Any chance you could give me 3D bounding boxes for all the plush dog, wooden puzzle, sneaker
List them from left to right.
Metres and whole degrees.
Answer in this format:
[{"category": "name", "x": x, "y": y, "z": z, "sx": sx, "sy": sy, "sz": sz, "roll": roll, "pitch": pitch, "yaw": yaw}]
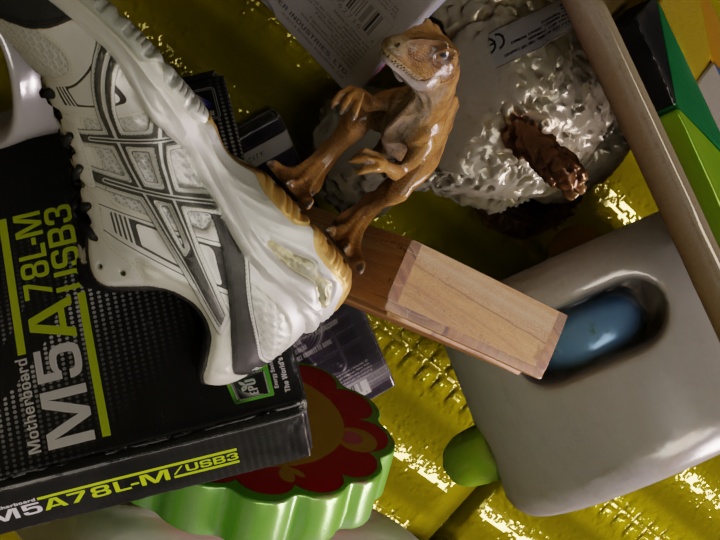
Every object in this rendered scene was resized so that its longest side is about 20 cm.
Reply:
[{"category": "sneaker", "x": -0.093, "y": -0.037, "z": 0.678, "sx": 0.088, "sy": 0.076, "sz": 0.200, "roll": -42, "pitch": 102, "yaw": -2}, {"category": "plush dog", "x": 0.094, "y": -0.092, "z": 0.888, "sx": 0.171, "sy": 0.160, "sz": 0.202, "roll": -5, "pitch": 125, "yaw": -54}, {"category": "wooden puzzle", "x": 0.165, "y": -0.075, "z": 0.821, "sx": 0.037, "sy": 0.200, "sz": 0.186, "roll": -23, "pitch": 100, "yaw": 24}]

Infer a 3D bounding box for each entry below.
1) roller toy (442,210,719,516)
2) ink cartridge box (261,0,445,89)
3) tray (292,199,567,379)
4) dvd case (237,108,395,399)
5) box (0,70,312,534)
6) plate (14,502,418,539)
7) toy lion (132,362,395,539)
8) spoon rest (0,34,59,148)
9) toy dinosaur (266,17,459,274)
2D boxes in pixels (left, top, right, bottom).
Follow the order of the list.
[{"category": "roller toy", "x": 0.144, "y": 0.040, "z": 0.938, "sx": 0.199, "sy": 0.182, "sz": 0.141, "roll": -21, "pitch": 86, "yaw": -31}, {"category": "ink cartridge box", "x": 0.005, "y": -0.164, "z": 0.682, "sx": 0.119, "sy": 0.200, "sz": 0.042, "roll": 46, "pitch": 60, "yaw": -2}, {"category": "tray", "x": 0.000, "y": 0.000, "z": 0.821, "sx": 0.098, "sy": 0.199, "sz": 0.037, "roll": 25, "pitch": 88, "yaw": -34}, {"category": "dvd case", "x": -0.076, "y": 0.026, "z": 0.936, "sx": 0.148, "sy": 0.016, "sz": 0.201, "roll": -29, "pitch": 127, "yaw": -7}, {"category": "box", "x": -0.135, "y": 0.014, "z": 0.769, "sx": 0.191, "sy": 0.202, "sz": 0.048, "roll": -12, "pitch": 146, "yaw": -6}, {"category": "plate", "x": -0.085, "y": 0.118, "z": 0.864, "sx": 0.198, "sy": 0.199, "sz": 0.033, "roll": 5, "pitch": 95, "yaw": -27}, {"category": "toy lion", "x": -0.089, "y": 0.067, "z": 0.822, "sx": 0.198, "sy": 0.192, "sz": 0.069, "roll": 4, "pitch": 118, "yaw": -23}, {"category": "spoon rest", "x": -0.150, "y": -0.142, "z": 0.702, "sx": 0.099, "sy": 0.060, "sz": 0.202, "roll": -21, "pitch": 124, "yaw": -27}, {"category": "toy dinosaur", "x": 0.019, "y": -0.057, "z": 0.719, "sx": 0.106, "sy": 0.200, "sz": 0.060, "roll": -42, "pitch": 91, "yaw": -1}]
